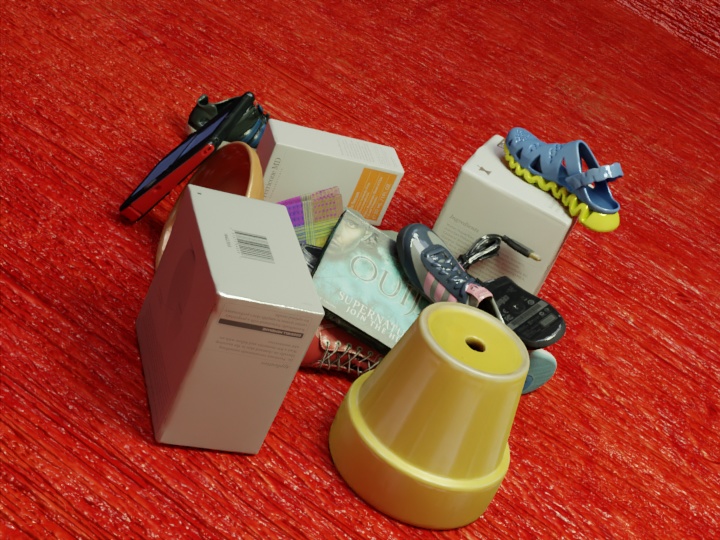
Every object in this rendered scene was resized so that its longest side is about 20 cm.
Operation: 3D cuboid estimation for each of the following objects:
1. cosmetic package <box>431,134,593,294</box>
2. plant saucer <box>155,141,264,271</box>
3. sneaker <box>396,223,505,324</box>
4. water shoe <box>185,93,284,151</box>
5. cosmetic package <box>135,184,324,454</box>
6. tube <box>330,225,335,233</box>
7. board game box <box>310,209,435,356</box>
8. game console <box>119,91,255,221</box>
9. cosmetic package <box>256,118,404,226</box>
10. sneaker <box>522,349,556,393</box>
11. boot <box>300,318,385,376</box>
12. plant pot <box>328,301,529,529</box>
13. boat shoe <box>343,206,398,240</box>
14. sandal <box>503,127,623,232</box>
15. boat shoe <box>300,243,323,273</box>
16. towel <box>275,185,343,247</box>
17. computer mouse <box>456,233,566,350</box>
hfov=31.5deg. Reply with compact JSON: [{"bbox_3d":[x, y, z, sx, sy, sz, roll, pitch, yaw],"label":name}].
[{"bbox_3d":[0.195,-0.050,1.780,0.165,0.200,0.165,29,30,9],"label":"cosmetic package"},{"bbox_3d":[-0.176,-0.059,1.535,0.037,0.200,0.200,29,24,-30],"label":"plant saucer"},{"bbox_3d":[0.119,0.021,1.513,0.070,0.082,0.200,-30,84,-32],"label":"sneaker"},{"bbox_3d":[-0.162,-0.218,1.908,0.200,0.079,0.072,-2,39,-39],"label":"water shoe"},{"bbox_3d":[-0.146,0.053,1.364,0.123,0.200,0.199,12,32,-25],"label":"cosmetic package"},{"bbox_3d":[0.048,0.002,1.661,0.200,0.058,0.052,33,57,-20],"label":"tube"},{"bbox_3d":[0.036,0.033,1.532,0.200,0.028,0.135,32,57,-11],"label":"board game box"},{"bbox_3d":[-0.226,-0.151,1.667,0.031,0.177,0.200,45,27,-13],"label":"game console"},{"bbox_3d":[-0.050,-0.140,1.844,0.200,0.102,0.071,11,33,-22],"label":"cosmetic package"},{"bbox_3d":[0.150,0.092,1.644,0.200,0.080,0.131,6,36,-31],"label":"sneaker"},{"bbox_3d":[-0.024,0.102,1.512,0.144,0.072,0.200,40,29,22],"label":"boot"},{"bbox_3d":[0.089,0.147,1.400,0.200,0.189,0.201,19,30,-11],"label":"plant pot"},{"bbox_3d":[-0.007,-0.036,1.750,0.076,0.060,0.200,-19,36,-37],"label":"boat shoe"},{"bbox_3d":[0.276,-0.138,1.692,0.200,0.087,0.079,39,35,27],"label":"sandal"},{"bbox_3d":[0.000,0.000,1.587,0.200,0.068,0.072,24,24,-22],"label":"boat shoe"},{"bbox_3d":[-0.079,-0.023,1.616,0.023,0.144,0.200,3,13,38],"label":"towel"},{"bbox_3d":[0.196,0.031,1.630,0.200,0.046,0.140,32,55,33],"label":"computer mouse"}]
